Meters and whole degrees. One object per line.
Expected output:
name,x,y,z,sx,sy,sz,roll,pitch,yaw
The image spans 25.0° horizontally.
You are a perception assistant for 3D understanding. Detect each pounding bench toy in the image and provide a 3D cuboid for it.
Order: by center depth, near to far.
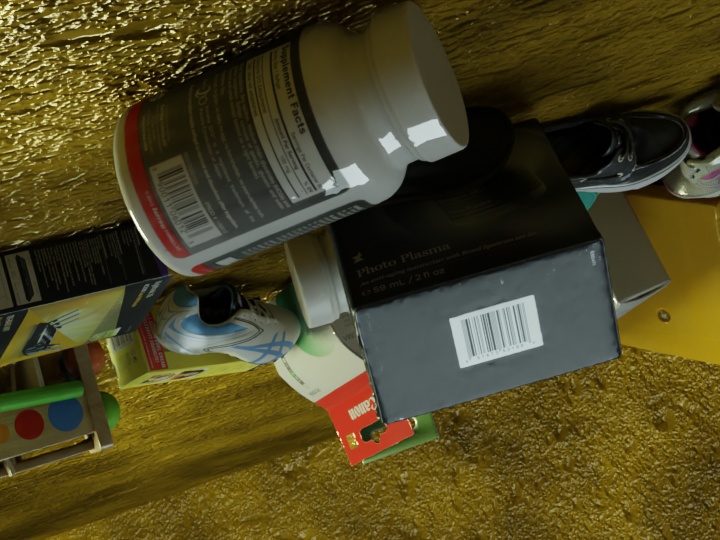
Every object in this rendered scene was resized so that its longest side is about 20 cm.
pounding bench toy,-0.305,0.122,1.509,0.154,0.126,0.200,-15,177,-16

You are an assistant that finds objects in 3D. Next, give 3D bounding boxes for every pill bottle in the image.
pill bottle,-0.041,-0.082,0.995,0.198,0.117,0.116,-21,169,17
pill bottle,0.036,-0.015,1.473,0.198,0.113,0.112,-17,170,-5

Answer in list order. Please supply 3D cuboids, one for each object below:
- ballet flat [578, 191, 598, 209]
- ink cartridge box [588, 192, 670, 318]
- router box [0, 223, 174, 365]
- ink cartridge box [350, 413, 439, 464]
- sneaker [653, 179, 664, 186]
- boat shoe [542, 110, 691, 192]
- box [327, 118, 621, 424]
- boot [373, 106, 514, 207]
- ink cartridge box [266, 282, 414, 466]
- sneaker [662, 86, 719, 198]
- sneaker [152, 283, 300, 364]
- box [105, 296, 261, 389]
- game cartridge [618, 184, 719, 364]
ballet flat,0.184,-0.061,1.574,0.067,0.071,0.200,6,152,-12
ink cartridge box,0.212,0.000,1.697,0.084,0.147,0.200,-20,167,-33
router box,-0.252,0.023,1.357,0.156,0.053,0.200,-14,169,-20
ink cartridge box,0.026,0.102,1.808,0.103,0.202,0.059,-21,171,24
sneaker,0.371,-0.122,1.643,0.086,0.078,0.200,-27,-179,-25
boat shoe,0.206,-0.108,1.427,0.198,0.071,0.066,-7,168,-12
box,0.081,-0.006,1.304,0.198,0.124,0.199,-16,-146,-1
boot,0.035,-0.103,1.182,0.163,0.066,0.200,-20,165,0
ink cartridge box,-0.033,0.108,1.745,0.050,0.202,0.161,-17,170,-30
sneaker,0.325,-0.125,1.517,0.087,0.082,0.200,-9,160,-22
sneaker,-0.124,0.050,1.646,0.199,0.072,0.073,4,129,-53
box,-0.175,0.072,1.684,0.050,0.076,0.199,-28,165,36
game cartridge,0.317,0.000,1.703,0.175,0.202,0.032,12,-142,41
